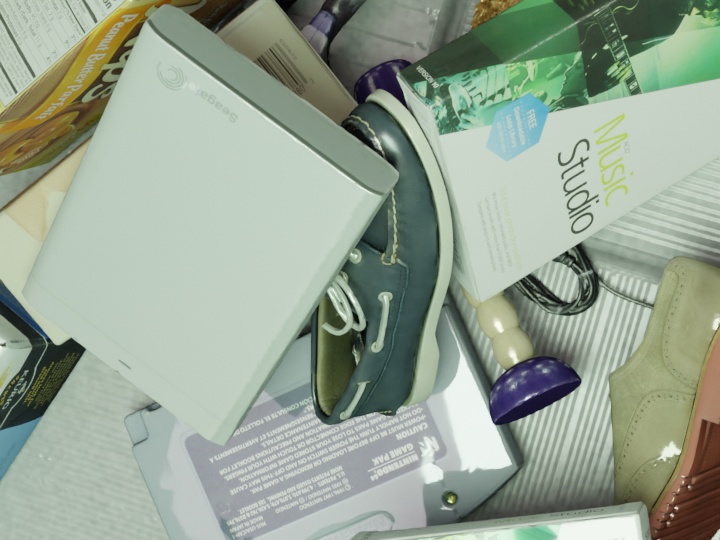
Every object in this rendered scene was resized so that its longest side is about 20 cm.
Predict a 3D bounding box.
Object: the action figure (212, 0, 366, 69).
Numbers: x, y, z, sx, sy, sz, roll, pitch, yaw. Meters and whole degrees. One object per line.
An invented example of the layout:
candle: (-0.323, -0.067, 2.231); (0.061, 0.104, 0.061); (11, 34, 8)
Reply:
action figure: (-0.004, -0.174, 1.002); (0.130, 0.069, 0.200); (37, 95, 18)

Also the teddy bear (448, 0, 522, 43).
teddy bear: (0.103, -0.168, 0.942); (0.067, 0.145, 0.200); (39, 105, -2)

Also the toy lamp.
toy lamp: (0.052, -0.019, 0.987); (0.058, 0.058, 0.201); (-28, 76, 12)

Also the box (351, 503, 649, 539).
box: (0.077, 0.218, 0.888); (0.144, 0.036, 0.201); (-8, 88, 13)

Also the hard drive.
hard drive: (-0.078, -0.015, 0.892); (0.132, 0.026, 0.200); (36, 134, 3)

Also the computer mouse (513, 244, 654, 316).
computer mouse: (0.156, 0.020, 0.986); (0.199, 0.034, 0.059); (24, 97, 12)

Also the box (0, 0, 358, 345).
box: (-0.104, -0.048, 0.965); (0.200, 0.095, 0.078); (-32, 101, 40)

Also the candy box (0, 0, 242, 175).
candy box: (-0.155, -0.116, 0.979); (0.200, 0.115, 0.055); (-35, 84, 35)

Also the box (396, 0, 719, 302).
box: (0.121, -0.086, 0.907); (0.200, 0.145, 0.036); (-32, 51, -11)

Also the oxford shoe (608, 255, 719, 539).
oxford shoe: (0.159, 0.084, 0.964); (0.075, 0.070, 0.201); (38, 121, 34)

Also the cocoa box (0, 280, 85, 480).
cocoa box: (-0.269, 0.081, 1.035); (0.133, 0.131, 0.200); (35, 99, 10)

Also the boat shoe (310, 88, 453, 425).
boat shoe: (0.000, 0.000, 0.917); (0.062, 0.200, 0.075); (-21, 53, -20)

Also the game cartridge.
game cartridge: (-0.019, 0.102, 1.028); (0.199, 0.041, 0.134); (-24, 83, 13)
